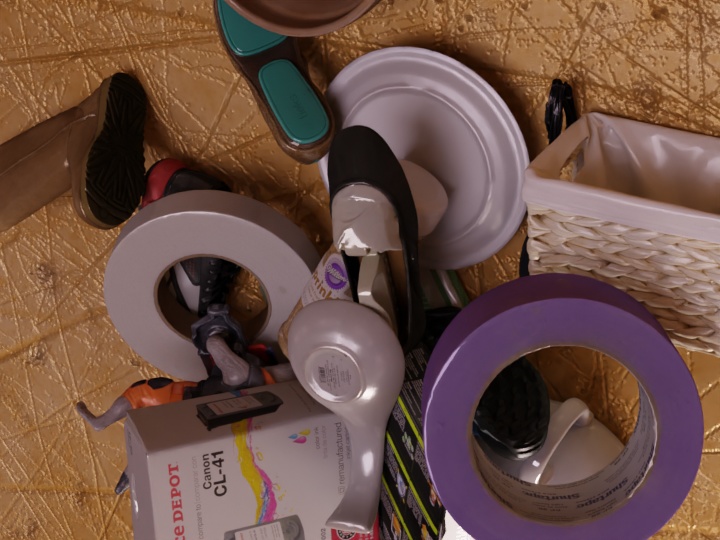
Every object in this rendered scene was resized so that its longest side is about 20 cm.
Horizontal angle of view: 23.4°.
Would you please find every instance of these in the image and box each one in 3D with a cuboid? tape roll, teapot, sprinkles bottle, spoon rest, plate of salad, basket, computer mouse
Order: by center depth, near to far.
[{"bbox_3d":[0.143,0.107,1.263,0.200,0.085,0.200,0,102,1],"label":"tape roll"},{"bbox_3d":[0.235,-0.026,1.328,0.200,0.136,0.124,15,123,25],"label":"basket"},{"bbox_3d":[-0.009,0.111,1.400,0.099,0.061,0.200,7,116,21],"label":"spoon rest"},{"bbox_3d":[0.149,-0.061,1.410,0.034,0.059,0.200,13,116,24],"label":"computer mouse"},{"bbox_3d":[0.054,-0.095,1.458,0.200,0.048,0.200,14,122,24],"label":"plate of salad"},{"bbox_3d":[0.000,0.000,1.460,0.068,0.068,0.200,39,125,11],"label":"sprinkles bottle"},{"bbox_3d":[0.141,0.212,1.486,0.197,0.146,0.200,-16,102,35],"label":"teapot"},{"bbox_3d":[-0.128,0.019,1.556,0.202,0.037,0.203,4,126,5],"label":"tape roll"}]

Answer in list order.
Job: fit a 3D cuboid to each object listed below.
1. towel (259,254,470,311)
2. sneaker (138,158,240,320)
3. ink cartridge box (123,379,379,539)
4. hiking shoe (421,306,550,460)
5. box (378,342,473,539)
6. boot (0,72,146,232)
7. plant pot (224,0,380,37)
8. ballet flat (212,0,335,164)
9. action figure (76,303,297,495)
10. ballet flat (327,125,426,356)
[{"bbox_3d":[0.016,0.050,1.566,0.200,0.023,0.153,-21,99,38],"label":"towel"},{"bbox_3d":[-0.147,-0.003,1.608,0.098,0.071,0.201,9,115,30],"label":"sneaker"},{"bbox_3d":[-0.090,0.181,1.477,0.086,0.200,0.148,-138,41,-60],"label":"ink cartridge box"},{"bbox_3d":[0.102,0.106,1.440,0.200,0.074,0.087,-127,27,-55],"label":"hiking shoe"},{"bbox_3d":[0.046,0.171,1.453,0.200,0.047,0.193,-118,26,-45],"label":"box"},{"bbox_3d":[-0.285,-0.078,1.617,0.200,0.175,0.066,-26,131,35],"label":"boot"},{"bbox_3d":[-0.037,-0.296,1.393,0.201,0.093,0.201,14,119,26],"label":"plant pot"},{"bbox_3d":[-0.075,-0.173,1.481,0.072,0.068,0.200,96,148,-68],"label":"ballet flat"},{"bbox_3d":[-0.127,0.141,1.553,0.193,0.105,0.200,-23,126,6],"label":"action figure"},{"bbox_3d":[0.014,-0.014,1.365,0.068,0.068,0.200,-5,117,20],"label":"ballet flat"}]
